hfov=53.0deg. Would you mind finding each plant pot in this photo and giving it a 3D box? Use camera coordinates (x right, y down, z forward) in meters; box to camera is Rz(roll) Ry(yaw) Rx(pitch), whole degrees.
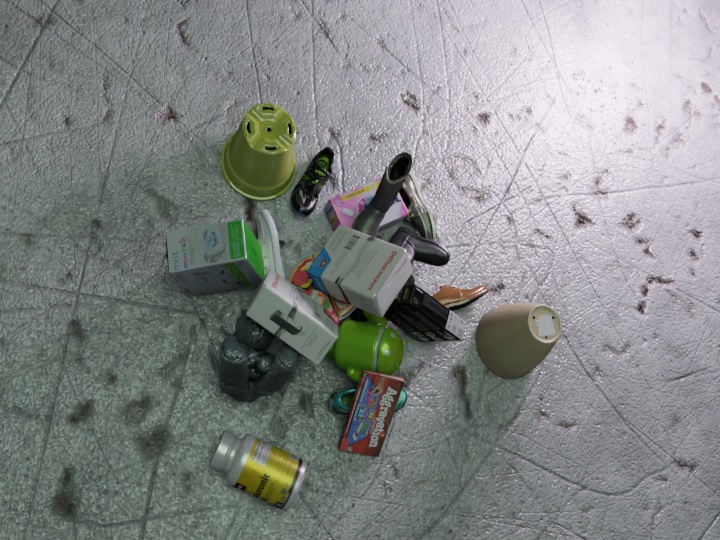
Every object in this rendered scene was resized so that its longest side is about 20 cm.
[{"bbox_3d":[0.411,0.157,1.797,0.182,0.200,0.193,5,71,-16],"label":"plant pot"},{"bbox_3d":[-0.233,-0.301,1.754,0.194,0.184,0.207,5,70,-16],"label":"plant pot"}]

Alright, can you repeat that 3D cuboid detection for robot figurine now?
[{"bbox_3d":[0.013,0.182,1.689,0.194,0.117,0.179,9,62,18],"label":"robot figurine"}]

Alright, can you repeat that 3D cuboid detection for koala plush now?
[{"bbox_3d":[-0.244,0.170,1.631,0.172,0.185,0.204,10,49,-20],"label":"koala plush"}]

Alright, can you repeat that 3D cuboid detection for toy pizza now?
[{"bbox_3d":[-0.087,0.033,1.734,0.194,0.032,0.205,-2,60,4],"label":"toy pizza"}]

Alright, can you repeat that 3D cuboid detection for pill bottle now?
[{"bbox_3d":[-0.223,0.426,1.562,0.196,0.111,0.113,27,67,-6],"label":"pill bottle"}]

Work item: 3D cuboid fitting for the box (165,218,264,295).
[{"bbox_3d":[-0.317,-0.023,1.606,0.171,0.200,0.100,-10,74,3],"label":"box"}]

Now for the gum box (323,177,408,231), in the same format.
[{"bbox_3d":[0.019,-0.154,1.847,0.196,0.066,0.116,-24,82,-23],"label":"gum box"}]

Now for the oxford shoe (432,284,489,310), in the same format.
[{"bbox_3d":[0.240,0.064,1.847,0.195,0.072,0.073,-16,72,-20],"label":"oxford shoe"}]

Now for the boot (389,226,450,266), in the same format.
[{"bbox_3d":[0.118,-0.011,1.788,0.161,0.067,0.201,24,40,13],"label":"boot"}]

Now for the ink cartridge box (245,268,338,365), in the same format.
[{"bbox_3d":[-0.149,0.100,1.605,0.198,0.145,0.084,37,100,-9],"label":"ink cartridge box"}]

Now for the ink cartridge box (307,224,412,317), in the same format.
[{"bbox_3d":[0.000,0.000,1.652,0.197,0.085,0.147,22,64,32],"label":"ink cartridge box"}]

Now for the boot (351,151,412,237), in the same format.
[{"bbox_3d":[0.052,-0.165,1.715,0.071,0.200,0.185,28,67,-8],"label":"boot"}]

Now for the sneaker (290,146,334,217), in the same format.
[{"bbox_3d":[-0.119,-0.229,1.821,0.069,0.083,0.204,26,67,-6],"label":"sneaker"}]

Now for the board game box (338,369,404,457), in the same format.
[{"bbox_3d":[0.024,0.329,1.652,0.100,0.020,0.205,12,108,-15],"label":"board game box"}]

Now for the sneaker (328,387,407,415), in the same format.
[{"bbox_3d":[0.022,0.306,1.694,0.194,0.080,0.080,-3,73,-19],"label":"sneaker"}]

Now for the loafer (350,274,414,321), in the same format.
[{"bbox_3d":[0.060,0.064,1.788,0.198,0.070,0.069,-32,84,-23],"label":"loafer"}]

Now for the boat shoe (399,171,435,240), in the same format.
[{"bbox_3d":[0.138,-0.163,1.887,0.059,0.072,0.206,-14,71,-20],"label":"boat shoe"}]

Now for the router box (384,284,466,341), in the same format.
[{"bbox_3d":[0.135,0.105,1.716,0.198,0.147,0.052,36,63,-34],"label":"router box"}]

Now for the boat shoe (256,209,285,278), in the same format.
[{"bbox_3d":[-0.229,-0.046,1.732,0.065,0.074,0.206,-11,76,-20],"label":"boat shoe"}]
